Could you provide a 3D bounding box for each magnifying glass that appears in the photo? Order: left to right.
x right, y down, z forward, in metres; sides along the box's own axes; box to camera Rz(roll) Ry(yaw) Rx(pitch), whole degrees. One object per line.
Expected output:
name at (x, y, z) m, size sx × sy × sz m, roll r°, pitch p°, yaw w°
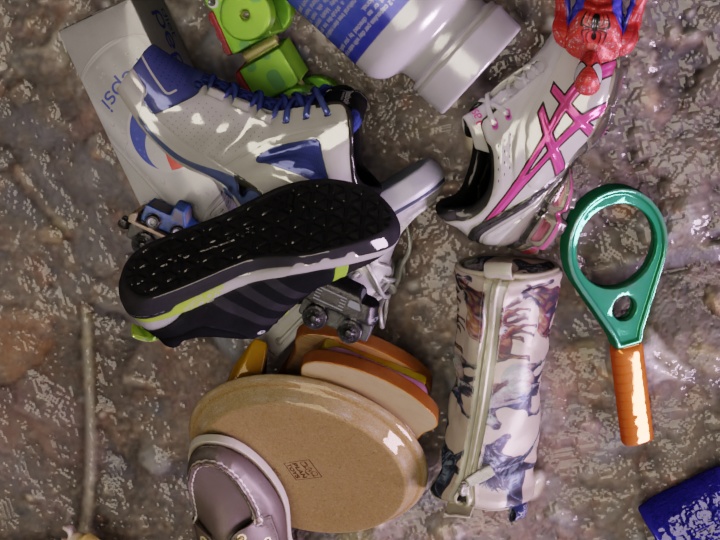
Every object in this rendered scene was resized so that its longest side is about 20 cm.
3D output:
magnifying glass at (0.191, 0.034, 1.257) m, size 0.079 × 0.022 × 0.200 m, roll -15°, pitch 112°, yaw -14°

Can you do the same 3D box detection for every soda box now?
soda box at (-0.144, -0.102, 1.276) m, size 0.063 × 0.068 × 0.200 m, roll -21°, pitch 100°, yaw 16°

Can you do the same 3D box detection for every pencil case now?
pencil case at (0.099, 0.081, 1.266) m, size 0.078 × 0.089 × 0.200 m, roll 8°, pitch 106°, yaw 9°

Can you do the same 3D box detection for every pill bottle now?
pill bottle at (0.010, -0.204, 1.191) m, size 0.200 × 0.112 × 0.112 m, roll 43°, pitch 109°, yaw -2°

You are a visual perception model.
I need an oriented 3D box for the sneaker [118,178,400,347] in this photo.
sneaker at (-0.066, 0.001, 1.164) m, size 0.200 × 0.072 × 0.083 m, roll -15°, pitch 139°, yaw 9°

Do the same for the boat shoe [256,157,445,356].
boat shoe at (-0.002, 0.002, 1.272) m, size 0.202 × 0.075 × 0.086 m, roll -37°, pitch 95°, yaw 22°

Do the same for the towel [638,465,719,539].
towel at (0.323, 0.193, 1.271) m, size 0.200 × 0.050 × 0.148 m, roll -33°, pitch 98°, yaw 18°

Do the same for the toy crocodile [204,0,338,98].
toy crocodile at (-0.066, -0.149, 1.246) m, size 0.062 × 0.068 × 0.200 m, roll -25°, pitch 99°, yaw 17°

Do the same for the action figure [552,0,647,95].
action figure at (0.163, -0.213, 1.149) m, size 0.065 × 0.052 × 0.200 m, roll 7°, pitch 83°, yaw 5°

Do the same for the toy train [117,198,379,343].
toy train at (-0.079, -0.004, 1.238) m, size 0.200 × 0.034 × 0.046 m, roll 23°, pitch 110°, yaw 2°

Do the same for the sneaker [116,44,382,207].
sneaker at (-0.059, -0.100, 1.190) m, size 0.199 × 0.081 × 0.115 m, roll 42°, pitch 107°, yaw -10°

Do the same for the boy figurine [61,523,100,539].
boy figurine at (-0.222, 0.264, 1.399) m, size 0.200 × 0.064 × 0.125 m, roll 3°, pitch 106°, yaw 10°

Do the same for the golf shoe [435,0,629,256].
golf shoe at (0.121, -0.106, 1.202) m, size 0.092 × 0.073 × 0.200 m, roll 13°, pitch 109°, yaw -22°

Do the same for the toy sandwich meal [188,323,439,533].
toy sandwich meal at (-0.034, 0.120, 1.307) m, size 0.205 × 0.070 × 0.205 m, roll 9°, pitch 139°, yaw 8°

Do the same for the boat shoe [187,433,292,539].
boat shoe at (-0.091, 0.209, 1.317) m, size 0.072 × 0.060 × 0.200 m, roll 2°, pitch 132°, yaw 19°
